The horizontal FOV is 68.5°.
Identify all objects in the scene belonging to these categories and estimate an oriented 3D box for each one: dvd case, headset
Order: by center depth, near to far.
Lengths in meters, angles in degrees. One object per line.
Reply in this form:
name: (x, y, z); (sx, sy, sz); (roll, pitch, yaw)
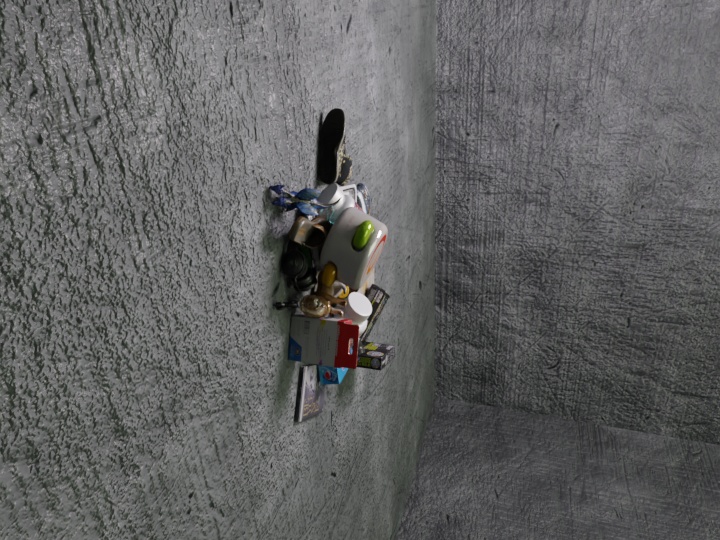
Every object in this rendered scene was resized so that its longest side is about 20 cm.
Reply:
headset: (-0.167, 0.008, 1.343); (0.125, 0.090, 0.206); (64, 20, -48)
dvd case: (-0.142, 0.356, 1.568); (0.199, 0.015, 0.156); (21, 75, -72)

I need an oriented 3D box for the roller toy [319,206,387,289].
roller toy: (-0.023, -0.059, 1.376); (0.206, 0.136, 0.182); (-66, 171, 21)

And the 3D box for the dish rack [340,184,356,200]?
dish rack: (-0.058, -0.176, 1.658); (0.200, 0.042, 0.179); (-36, 127, -68)

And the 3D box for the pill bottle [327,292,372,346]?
pill bottle: (-0.047, 0.160, 1.526); (0.202, 0.109, 0.112); (-54, -178, 35)

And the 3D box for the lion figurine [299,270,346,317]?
lion figurine: (-0.093, 0.052, 1.419); (0.204, 0.118, 0.074); (-83, -169, -50)

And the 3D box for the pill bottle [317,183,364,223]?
pill bottle: (-0.039, -0.143, 1.515); (0.200, 0.107, 0.112); (47, 44, -30)

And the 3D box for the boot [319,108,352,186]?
boot: (-0.066, -0.351, 1.547); (0.153, 0.070, 0.213); (-9, 107, -75)

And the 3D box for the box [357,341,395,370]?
box: (0.028, 0.297, 1.874); (0.199, 0.154, 0.046); (-14, 107, -71)

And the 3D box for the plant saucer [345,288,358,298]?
plant saucer: (0.000, 0.000, 1.600); (0.205, 0.034, 0.201); (-61, -175, 9)

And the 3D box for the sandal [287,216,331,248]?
sandal: (-0.114, -0.091, 1.308); (0.084, 0.054, 0.199); (-59, 165, 7)

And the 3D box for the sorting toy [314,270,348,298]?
sorting toy: (-0.081, 0.012, 1.591); (0.180, 0.102, 0.209); (109, -12, -83)

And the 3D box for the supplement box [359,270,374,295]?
supplement box: (-0.013, 0.024, 1.806); (0.200, 0.071, 0.132); (-40, 133, -65)

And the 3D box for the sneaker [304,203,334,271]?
sneaker: (-0.099, -0.090, 1.438); (0.078, 0.087, 0.207); (-117, -162, -55)

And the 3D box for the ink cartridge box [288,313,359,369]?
ink cartridge box: (-0.088, 0.185, 1.396); (0.067, 0.192, 0.122); (0, 95, -71)

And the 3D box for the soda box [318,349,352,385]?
soda box: (-0.073, 0.282, 1.657); (0.200, 0.061, 0.071); (-50, 133, -71)

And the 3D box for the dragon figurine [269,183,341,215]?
dragon figurine: (-0.129, -0.165, 1.271); (0.099, 0.192, 0.062); (-165, -97, -70)

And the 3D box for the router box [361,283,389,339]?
router box: (0.027, 0.155, 1.850); (0.205, 0.061, 0.150); (-62, 170, -3)

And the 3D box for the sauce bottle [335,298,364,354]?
sauce bottle: (-0.034, 0.165, 1.686); (0.064, 0.063, 0.208); (2, 71, -72)

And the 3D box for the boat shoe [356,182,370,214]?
boat shoe: (0.008, -0.193, 1.822); (0.092, 0.068, 0.207); (-55, 144, -50)
